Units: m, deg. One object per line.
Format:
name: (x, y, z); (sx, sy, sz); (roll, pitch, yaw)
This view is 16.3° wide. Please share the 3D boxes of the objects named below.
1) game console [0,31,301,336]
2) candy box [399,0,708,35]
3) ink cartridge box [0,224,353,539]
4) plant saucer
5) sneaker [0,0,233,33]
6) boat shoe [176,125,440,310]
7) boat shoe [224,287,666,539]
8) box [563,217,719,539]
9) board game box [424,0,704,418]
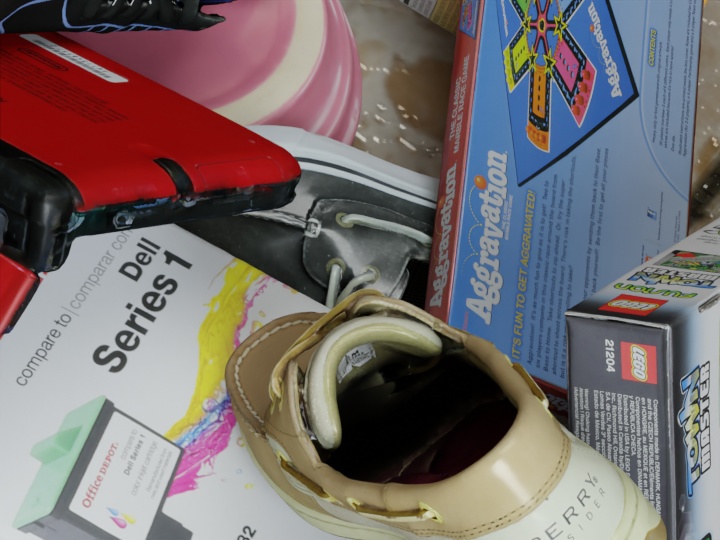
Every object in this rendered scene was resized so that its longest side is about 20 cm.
game console: (-0.149, -0.010, 0.813); (0.200, 0.119, 0.172); (28, 24, 35)
candy box: (0.056, -0.159, 1.030); (0.200, 0.055, 0.116); (31, 78, 1)
ink cartridge box: (-0.060, 0.075, 0.829); (0.200, 0.084, 0.145); (29, 51, 3)
plant saucer: (-0.092, -0.094, 0.965); (0.200, 0.051, 0.201); (10, 52, -13)
sneaker: (-0.080, -0.116, 0.873); (0.078, 0.070, 0.200); (29, 26, 7)
boat shoe: (0.000, 0.000, 0.903); (0.199, 0.072, 0.071); (7, 37, -21)
boat shoe: (0.012, 0.040, 0.716); (0.074, 0.200, 0.066); (-44, 119, -14)
box: (0.106, 0.093, 0.770); (0.035, 0.201, 0.110); (8, 19, 32)
board game box: (0.077, -0.042, 0.925); (0.103, 0.019, 0.201); (24, 57, -26)
